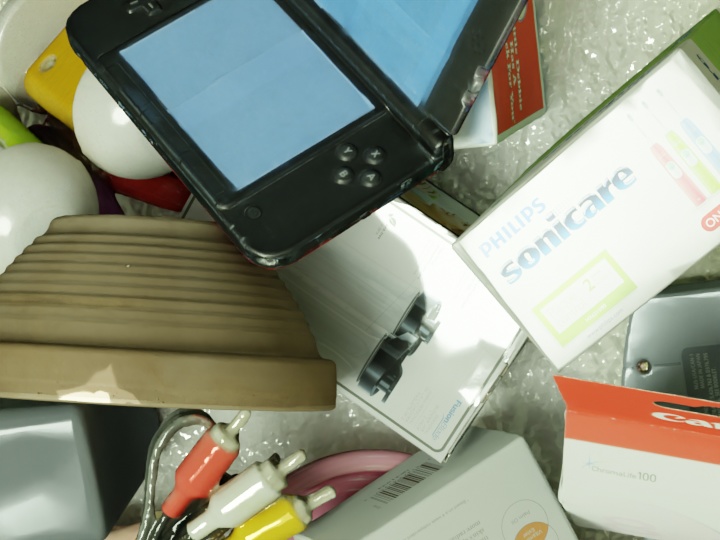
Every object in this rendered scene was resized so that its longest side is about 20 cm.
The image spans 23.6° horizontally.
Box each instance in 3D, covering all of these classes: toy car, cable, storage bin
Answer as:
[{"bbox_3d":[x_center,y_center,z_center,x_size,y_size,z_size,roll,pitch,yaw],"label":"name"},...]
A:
[{"bbox_3d":[-0.165,-0.062,1.005,0.200,0.150,0.175,-44,42,-8],"label":"toy car"},{"bbox_3d":[-0.112,0.157,0.957,0.097,0.050,0.200,44,92,-6],"label":"cable"},{"bbox_3d":[-0.205,0.096,1.038,0.133,0.200,0.146,-8,102,7],"label":"storage bin"}]

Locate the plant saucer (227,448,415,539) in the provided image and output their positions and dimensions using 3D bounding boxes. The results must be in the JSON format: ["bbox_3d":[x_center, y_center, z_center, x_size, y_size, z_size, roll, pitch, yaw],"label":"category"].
[{"bbox_3d":[0.001,0.206,1.026,0.199,0.051,0.202,0,88,-18],"label":"plant saucer"}]

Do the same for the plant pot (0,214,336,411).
[{"bbox_3d":[-0.110,0.022,0.880,0.200,0.201,0.093,2,85,17],"label":"plant pot"}]

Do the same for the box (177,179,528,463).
[{"bbox_3d":[0.000,0.000,0.957,0.199,0.060,0.117,33,110,8],"label":"box"}]

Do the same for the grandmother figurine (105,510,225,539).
[{"bbox_3d":[-0.183,0.180,1.088,0.199,0.121,0.061,-12,69,41],"label":"grandmother figurine"}]

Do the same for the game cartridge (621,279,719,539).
[{"bbox_3d":[0.218,0.102,0.985,0.133,0.040,0.201,-7,101,15],"label":"game cartridge"}]

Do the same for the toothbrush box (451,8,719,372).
[{"bbox_3d":[0.145,-0.048,0.883,0.145,0.200,0.086,-41,89,21],"label":"toothbrush box"}]

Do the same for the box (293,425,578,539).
[{"bbox_3d":[0.070,0.206,0.971,0.124,0.097,0.201,-30,98,-16],"label":"box"}]

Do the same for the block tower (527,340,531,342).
[{"bbox_3d":[0.022,0.000,1.011,0.199,0.054,0.058,5,105,17],"label":"block tower"}]

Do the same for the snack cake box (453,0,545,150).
[{"bbox_3d":[0.047,-0.171,0.930,0.067,0.115,0.201,-4,101,19],"label":"snack cake box"}]

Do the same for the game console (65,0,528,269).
[{"bbox_3d":[-0.038,-0.133,0.854,0.172,0.119,0.200,-32,61,-17],"label":"game console"}]

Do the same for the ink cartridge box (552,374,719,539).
[{"bbox_3d":[0.181,0.109,0.879,0.162,0.200,0.057,9,80,16],"label":"ink cartridge box"}]
